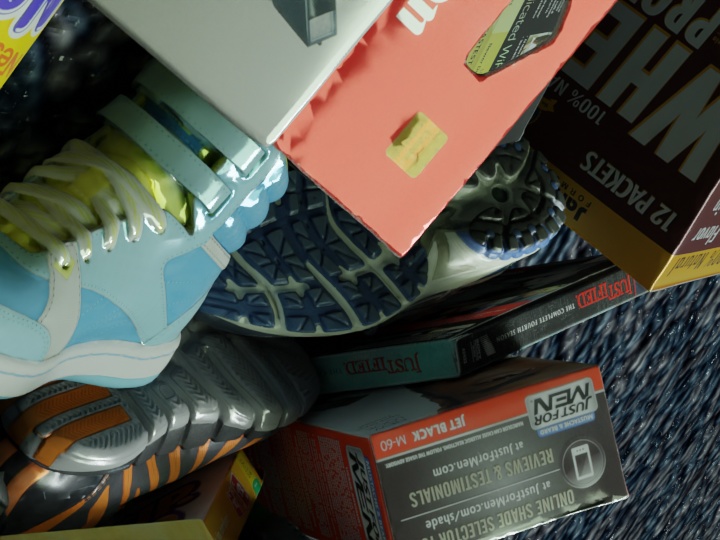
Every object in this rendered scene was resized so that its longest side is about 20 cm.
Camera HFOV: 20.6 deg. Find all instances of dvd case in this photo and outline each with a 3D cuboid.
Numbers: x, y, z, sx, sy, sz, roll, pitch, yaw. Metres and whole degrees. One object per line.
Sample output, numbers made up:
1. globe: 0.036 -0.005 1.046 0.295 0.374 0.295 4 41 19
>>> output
1. dvd case: 0.050 0.025 0.969 0.145 0.022 0.200 -10 -173 40

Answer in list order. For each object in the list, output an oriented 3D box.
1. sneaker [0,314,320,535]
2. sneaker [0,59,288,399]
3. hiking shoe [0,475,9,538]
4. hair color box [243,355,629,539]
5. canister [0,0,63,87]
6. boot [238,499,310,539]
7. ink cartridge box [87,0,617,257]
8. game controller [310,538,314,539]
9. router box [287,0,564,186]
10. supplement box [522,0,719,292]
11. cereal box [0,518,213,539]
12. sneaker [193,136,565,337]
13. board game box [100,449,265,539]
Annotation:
1. sneaker: -0.105 0.073 0.837 0.112 0.078 0.200 -50 158 28
2. sneaker: -0.096 -0.027 0.689 0.131 0.079 0.200 -53 166 10
3. hiking shoe: -0.183 0.108 0.695 0.075 0.101 0.201 7 127 -37
4. hair color box: 0.024 0.080 0.901 0.110 0.064 0.200 -16 -174 -20
5. canister: -0.113 -0.121 0.509 0.200 0.086 0.148 -53 157 4
6. boot: -0.089 0.177 0.868 0.168 0.200 0.077 -35 109 -13
7. ink cartridge box: 0.023 -0.124 0.671 0.176 0.045 0.200 39 91 -25
8. game controller: -0.070 0.153 1.054 0.200 0.042 0.105 4 108 -62
9. router box: 0.050 -0.138 0.807 0.157 0.052 0.201 -15 138 -53
10. supplement box: 0.185 -0.117 0.976 0.197 0.133 0.201 -10 135 -55
11. cereal box: -0.140 0.170 0.675 0.143 0.040 0.201 0 131 -38
12. sneaker: 0.000 0.000 0.891 0.199 0.077 0.085 -12 160 -34
13. board game box: -0.100 0.132 0.829 0.095 0.030 0.200 -26 -170 15
